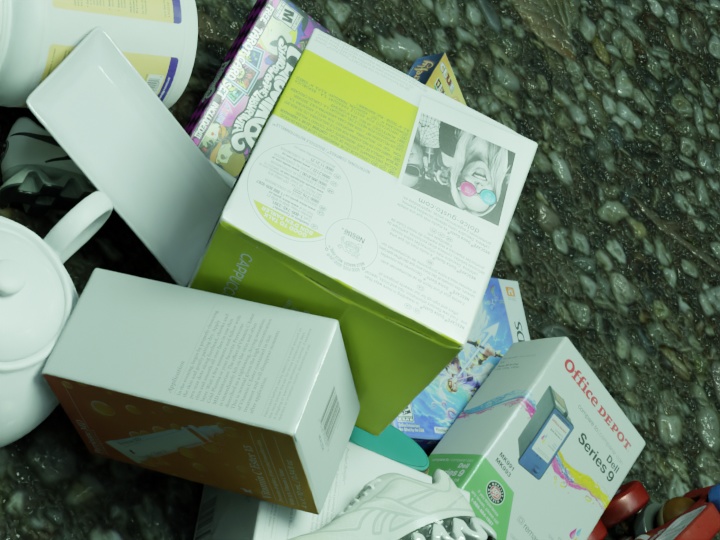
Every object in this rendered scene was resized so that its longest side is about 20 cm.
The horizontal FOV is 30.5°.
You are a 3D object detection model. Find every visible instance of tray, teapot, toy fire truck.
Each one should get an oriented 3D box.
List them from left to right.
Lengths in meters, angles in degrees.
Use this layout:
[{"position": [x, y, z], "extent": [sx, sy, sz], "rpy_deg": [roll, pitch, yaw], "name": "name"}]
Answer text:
[{"position": [-0.281, 0.029, 0.978], "extent": [0.195, 0.146, 0.202], "rpy_deg": [11, 58, -33], "name": "teapot"}, {"position": [-0.185, -0.090, 1.087], "extent": [0.201, 0.022, 0.108], "rpy_deg": [52, 47, -23], "name": "tray"}, {"position": [0.285, 0.264, 1.269], "extent": [0.199, 0.168, 0.113], "rpy_deg": [-25, 81, -43], "name": "toy fire truck"}]

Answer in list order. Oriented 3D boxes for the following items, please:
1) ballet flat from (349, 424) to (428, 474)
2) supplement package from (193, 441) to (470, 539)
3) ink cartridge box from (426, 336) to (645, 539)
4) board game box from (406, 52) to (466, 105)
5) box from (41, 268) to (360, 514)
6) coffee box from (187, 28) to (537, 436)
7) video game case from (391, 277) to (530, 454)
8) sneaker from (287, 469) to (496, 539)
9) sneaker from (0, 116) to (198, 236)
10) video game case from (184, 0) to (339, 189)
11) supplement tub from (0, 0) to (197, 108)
[{"position": [-0.034, 0.146, 1.163], "extent": [0.198, 0.063, 0.069], "rpy_deg": [29, 26, -17], "name": "ballet flat"}, {"position": [-0.024, 0.222, 1.085], "extent": [0.198, 0.120, 0.122], "rpy_deg": [26, 51, -23], "name": "supplement package"}, {"position": [0.156, 0.182, 1.227], "extent": [0.146, 0.087, 0.200], "rpy_deg": [52, 57, -17], "name": "ink cartridge box"}, {"position": [0.084, -0.091, 1.294], "extent": [0.202, 0.034, 0.136], "rpy_deg": [64, 35, -28], "name": "board game box"}, {"position": [-0.113, 0.089, 0.981], "extent": [0.197, 0.125, 0.098], "rpy_deg": [12, 57, 18], "name": "box"}, {"position": [-0.011, -0.023, 1.040], "extent": [0.198, 0.200, 0.199], "rpy_deg": [27, 58, -6], "name": "coffee box"}, {"position": [0.088, 0.089, 1.303], "extent": [0.198, 0.045, 0.183], "rpy_deg": [8, 60, -34], "name": "video game case"}, {"position": [0.010, 0.199, 1.001], "extent": [0.198, 0.075, 0.082], "rpy_deg": [-1, 53, -40], "name": "sneaker"}, {"position": [-0.213, -0.086, 1.147], "extent": [0.198, 0.074, 0.090], "rpy_deg": [15, 59, -32], "name": "sneaker"}, {"position": [-0.066, -0.129, 1.243], "extent": [0.181, 0.036, 0.202], "rpy_deg": [35, 76, -26], "name": "video game case"}, {"position": [-0.256, -0.211, 1.136], "extent": [0.198, 0.145, 0.147], "rpy_deg": [0, 65, -38], "name": "supplement tub"}]
